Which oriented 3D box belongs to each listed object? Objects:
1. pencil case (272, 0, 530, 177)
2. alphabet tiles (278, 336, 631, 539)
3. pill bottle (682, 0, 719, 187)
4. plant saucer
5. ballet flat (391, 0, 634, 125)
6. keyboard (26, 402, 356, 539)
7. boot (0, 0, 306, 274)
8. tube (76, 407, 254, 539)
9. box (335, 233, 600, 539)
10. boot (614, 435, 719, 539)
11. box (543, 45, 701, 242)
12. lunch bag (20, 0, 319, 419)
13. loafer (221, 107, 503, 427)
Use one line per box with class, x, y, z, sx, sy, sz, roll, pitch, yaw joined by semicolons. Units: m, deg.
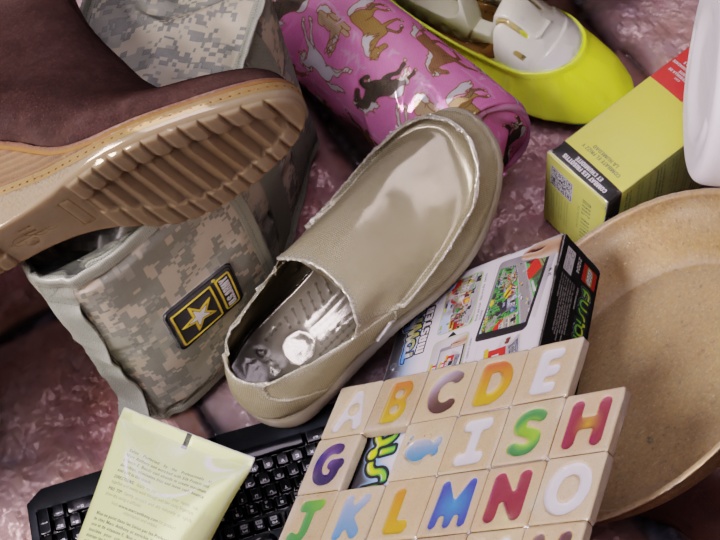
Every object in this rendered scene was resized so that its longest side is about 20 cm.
pencil case;0.005;-0.118;0.869;0.200;0.087;0.083;43;36;24
alphabet tiles;0.031;0.109;0.676;0.199;0.008;0.168;-17;40;45
pill bottle;0.270;-0.090;0.745;0.198;0.112;0.113;5;61;3
plant saucer;0.136;0.048;0.728;0.200;0.035;0.201;-35;29;23
ballet flat;0.073;-0.150;0.895;0.199;0.067;0.067;28;68;18
keyboard;-0.073;0.128;0.770;0.199;0.040;0.105;-17;60;-4
boot;-0.133;-0.094;0.691;0.199;0.072;0.167;-21;59;8
tube;-0.122;0.171;0.725;0.058;0.052;0.201;28;74;-23
box;0.051;0.079;0.732;0.110;0.035;0.201;-22;36;40
boot;0.193;0.182;0.720;0.187;0.069;0.201;3;71;1
box;0.194;-0.090;0.848;0.200;0.075;0.050;-37;64;-14
lunch bag;-0.100;-0.035;0.790;0.117;0.164;0.201;7;63;15
loafer;0.000;0.000;0.771;0.076;0.068;0.200;38;95;16
